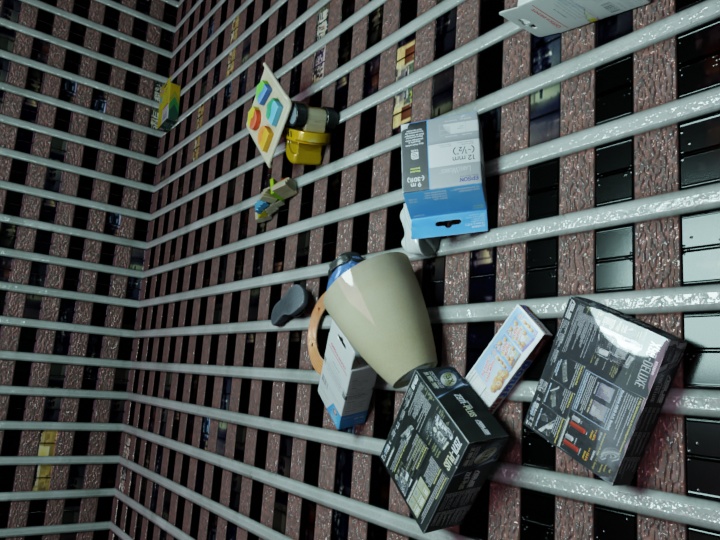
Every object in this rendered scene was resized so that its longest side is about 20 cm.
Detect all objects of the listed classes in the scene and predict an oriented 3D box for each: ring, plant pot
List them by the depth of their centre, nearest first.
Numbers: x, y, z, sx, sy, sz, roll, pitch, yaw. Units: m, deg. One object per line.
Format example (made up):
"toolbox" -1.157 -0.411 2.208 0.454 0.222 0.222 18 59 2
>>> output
"plant pot" 0.054 0.104 1.134 0.188 0.185 0.202 -48 59 36
"ring" -0.060 0.140 1.397 0.199 0.019 0.205 -21 64 50

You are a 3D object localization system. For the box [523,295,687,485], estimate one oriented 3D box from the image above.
"box" 0.321 0.155 0.834 0.157 0.049 0.204 29 104 53

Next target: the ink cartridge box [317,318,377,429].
"ink cartridge box" -0.023 0.201 1.242 0.116 0.066 0.203 54 140 46

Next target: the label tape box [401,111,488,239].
"label tape box" 0.148 -0.167 1.095 0.140 0.066 0.204 -6 71 17

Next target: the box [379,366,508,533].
"box" 0.129 0.288 1.012 0.164 0.085 0.203 51 131 47

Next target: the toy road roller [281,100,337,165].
"toy road roller" -0.154 -0.351 1.580 0.199 0.121 0.149 30 116 53

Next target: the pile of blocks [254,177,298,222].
"pile of blocks" -0.247 -0.207 1.697 0.199 0.081 0.063 -37 53 44

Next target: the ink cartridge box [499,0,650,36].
"ink cartridge box" 0.320 -0.426 0.937 0.198 0.115 0.069 2 83 54

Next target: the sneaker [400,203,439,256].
"sneaker" 0.110 -0.129 1.191 0.080 0.069 0.205 -1 81 56

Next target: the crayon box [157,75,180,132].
"crayon box" -0.822 -0.713 2.663 0.126 0.050 0.204 -19 67 51

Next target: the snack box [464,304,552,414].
"snack box" 0.223 0.155 0.993 0.202 0.024 0.072 -61 39 24

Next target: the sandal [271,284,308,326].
"sandal" -0.170 0.088 1.554 0.200 0.042 0.078 -32 49 58

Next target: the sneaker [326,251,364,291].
"sneaker" -0.001 0.000 1.303 0.199 0.076 0.113 -30 54 42

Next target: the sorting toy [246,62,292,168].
"sorting toy" -0.240 -0.392 1.567 0.186 0.036 0.202 58 138 38
